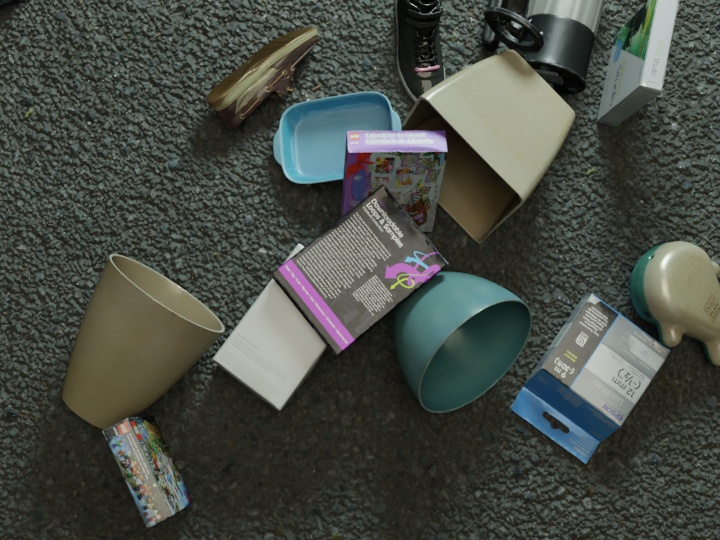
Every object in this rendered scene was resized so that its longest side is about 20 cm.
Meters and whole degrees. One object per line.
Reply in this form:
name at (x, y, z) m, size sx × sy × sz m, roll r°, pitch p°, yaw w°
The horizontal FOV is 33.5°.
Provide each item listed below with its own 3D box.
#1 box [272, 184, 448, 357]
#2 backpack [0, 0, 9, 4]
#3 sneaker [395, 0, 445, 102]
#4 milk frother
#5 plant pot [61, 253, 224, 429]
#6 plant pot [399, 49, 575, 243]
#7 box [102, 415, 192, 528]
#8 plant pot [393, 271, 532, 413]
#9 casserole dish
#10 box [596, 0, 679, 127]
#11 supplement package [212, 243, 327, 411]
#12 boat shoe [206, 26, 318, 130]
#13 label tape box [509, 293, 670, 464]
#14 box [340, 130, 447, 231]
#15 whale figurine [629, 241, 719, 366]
box at (0.000, 0.000, 1.623) m, size 0.200 × 0.036 × 0.143 m, roll -38°, pitch 86°, yaw -8°
backpack at (-0.550, -0.481, 1.726) m, size 0.162 × 0.154 × 0.201 m, roll -30°, pitch 98°, yaw -14°
sneaker at (0.091, -0.343, 1.765) m, size 0.070 × 0.099 × 0.202 m, roll -7°, pitch 84°, yaw -7°
milk frother at (0.272, -0.384, 1.733) m, size 0.179 × 0.200 × 0.190 m, roll 16°, pitch 81°, yaw -1°
plant pot at (-0.319, 0.112, 1.648) m, size 0.187 × 0.187 × 0.201 m, roll 35°, pitch 95°, yaw 1°
plant pot at (0.186, -0.193, 1.714) m, size 0.200 × 0.200 × 0.177 m, roll 45°, pitch 70°, yaw 2°
box at (-0.282, 0.265, 1.604) m, size 0.037 × 0.200 × 0.138 m, roll -25°, pitch 85°, yaw -3°
plant pot at (0.122, 0.079, 1.680) m, size 0.200 × 0.201 × 0.135 m, roll -38°, pitch 56°, yaw -8°
casserole dish at (-0.030, -0.189, 1.738) m, size 0.198 × 0.039 × 0.122 m, roll -7°, pitch 83°, yaw 19°
box at (0.399, -0.303, 1.731) m, size 0.036 × 0.200 × 0.146 m, roll 14°, pitch 81°, yaw -5°
supplement package at (-0.100, 0.083, 1.682) m, size 0.119 × 0.121 × 0.201 m, roll 36°, pitch 82°, yaw 2°
boat shoe at (-0.133, -0.282, 1.764) m, size 0.200 × 0.072 × 0.072 m, roll -43°, pitch 118°, yaw -19°
label tape box at (0.331, 0.157, 1.733) m, size 0.143 × 0.066 × 0.201 m, roll 36°, pitch 80°, yaw 1°
box at (0.044, -0.122, 1.683) m, size 0.135 × 0.201 × 0.039 m, roll -1°, pitch 59°, yaw -5°
whale figurine at (0.472, 0.050, 1.752) m, size 0.200 × 0.103 × 0.160 m, roll 45°, pitch 65°, yaw -21°
